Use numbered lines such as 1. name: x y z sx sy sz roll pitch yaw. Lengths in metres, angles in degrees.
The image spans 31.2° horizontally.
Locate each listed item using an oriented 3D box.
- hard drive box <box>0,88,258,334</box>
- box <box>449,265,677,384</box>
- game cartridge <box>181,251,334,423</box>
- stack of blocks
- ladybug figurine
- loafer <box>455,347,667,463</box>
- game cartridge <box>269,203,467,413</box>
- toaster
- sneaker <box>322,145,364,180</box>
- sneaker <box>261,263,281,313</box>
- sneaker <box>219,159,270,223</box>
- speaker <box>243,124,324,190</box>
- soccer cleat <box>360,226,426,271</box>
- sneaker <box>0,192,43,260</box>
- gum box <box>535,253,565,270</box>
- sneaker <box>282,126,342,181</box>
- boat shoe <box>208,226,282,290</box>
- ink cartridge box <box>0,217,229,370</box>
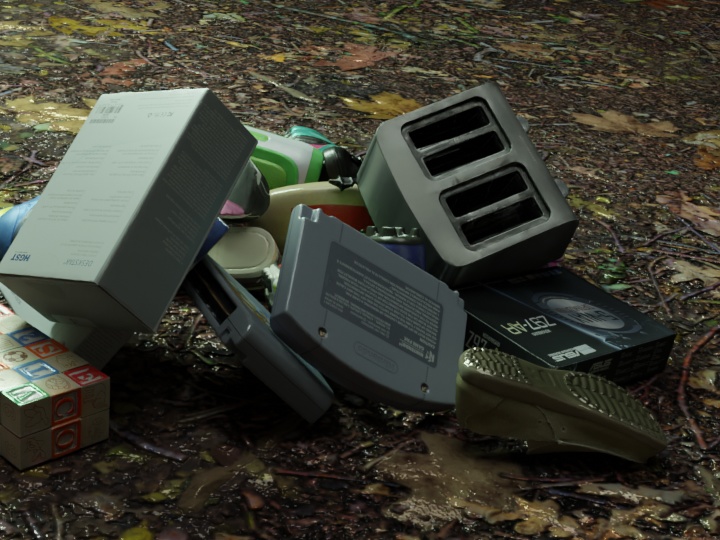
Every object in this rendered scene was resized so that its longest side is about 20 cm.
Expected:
1. hard drive box: -0.203 -0.054 1.115 0.155 0.077 0.201 4 59 43
2. box: 0.187 0.059 1.261 0.199 0.044 0.160 -9 32 -42
3. game cartridge: -0.096 0.054 1.147 0.133 0.042 0.200 41 2 -34
4. stack of blocks: -0.313 0.091 1.076 0.199 0.059 0.115 25 30 38
5. ladybug figurine: -0.030 -0.052 1.430 0.198 0.073 0.136 -4 -12 -9
6. loafer: 0.168 0.126 1.111 0.198 0.069 0.076 20 23 -8
7. game cartridge: 0.009 0.042 1.131 0.199 0.040 0.134 31 49 -29
8. toaster: 0.100 -0.075 1.321 0.198 0.119 0.182 -22 71 -19
9. sneaker: 0.032 -0.110 1.530 0.103 0.061 0.200 -20 -24 12
10. sneaker: -0.031 0.031 1.220 0.084 0.078 0.200 -21 30 -15
11. sneaker: -0.155 -0.089 1.398 0.199 0.081 0.086 23 -10 47
12. speaker: -0.146 -0.128 1.497 0.198 0.089 0.089 16 22 -5
13. soccer cleat: -0.001 0.000 1.291 0.064 0.085 0.200 1 -1 -28
14. sneaker: -0.317 -0.063 1.405 0.078 0.067 0.200 11 34 29
15. gum box: 0.151 -0.031 1.468 0.112 0.067 0.200 1 24 -9
16. sneaker: -0.102 -0.130 1.617 0.198 0.084 0.121 -3 23 -17
17. boat shoe: -0.174 -0.015 1.359 0.198 0.073 0.060 3 -21 18
18. ink cartridge box: -0.236 -0.011 1.200 0.043 0.200 0.196 44 -3 -37
